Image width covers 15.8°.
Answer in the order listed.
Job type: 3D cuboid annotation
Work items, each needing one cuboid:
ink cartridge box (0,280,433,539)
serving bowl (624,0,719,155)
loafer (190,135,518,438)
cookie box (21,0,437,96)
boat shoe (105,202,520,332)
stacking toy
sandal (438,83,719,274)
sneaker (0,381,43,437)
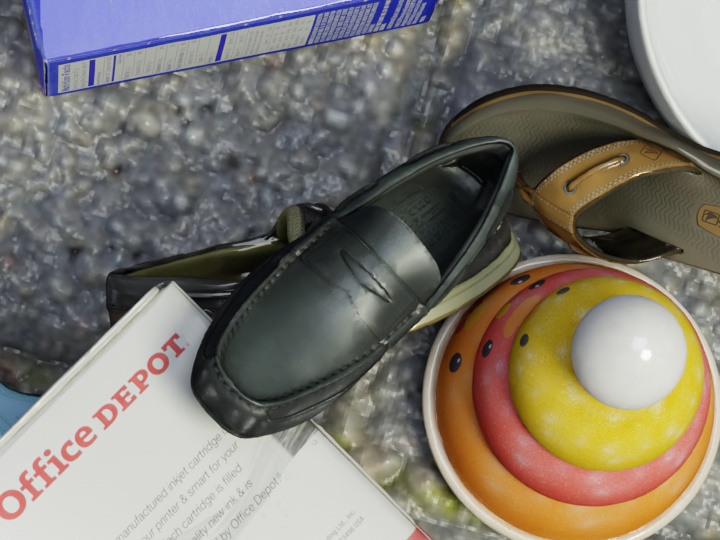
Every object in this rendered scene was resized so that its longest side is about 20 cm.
[{"bbox_3d":[-0.071,0.128,1.136,0.200,0.083,0.147,46,68,-2],"label":"ink cartridge box"},{"bbox_3d":[0.214,-0.128,1.271,0.200,0.066,0.200,1,86,-19],"label":"serving bowl"},{"bbox_3d":[0.000,0.000,1.132,0.068,0.070,0.201,46,50,4],"label":"loafer"},{"bbox_3d":[-0.076,-0.189,1.262,0.200,0.075,0.171,-12,79,-9],"label":"cookie box"},{"bbox_3d":[-0.023,0.001,1.218,0.200,0.073,0.065,-19,112,-9],"label":"boat shoe"},{"bbox_3d":[0.110,0.045,1.164,0.146,0.200,0.146,1,77,-6],"label":"stacking toy"},{"bbox_3d":[0.126,-0.029,1.222,0.200,0.082,0.055,23,45,14],"label":"sandal"},{"bbox_3d":[-0.223,0.056,1.205,0.200,0.078,0.090,26,60,-5],"label":"sneaker"}]
